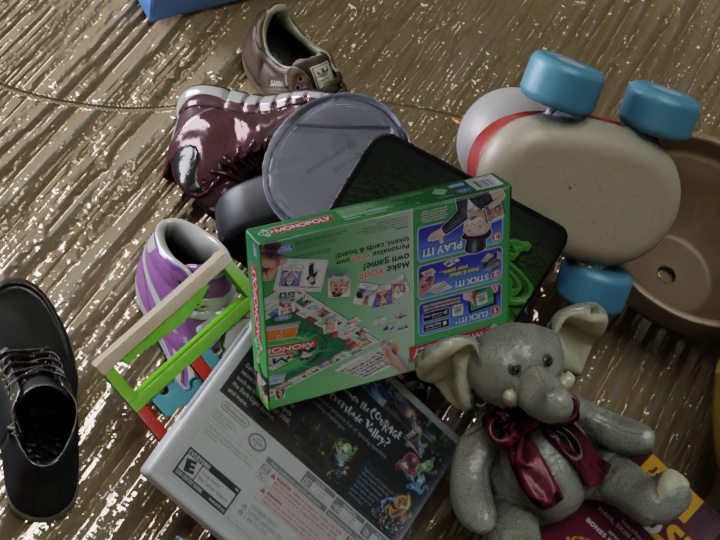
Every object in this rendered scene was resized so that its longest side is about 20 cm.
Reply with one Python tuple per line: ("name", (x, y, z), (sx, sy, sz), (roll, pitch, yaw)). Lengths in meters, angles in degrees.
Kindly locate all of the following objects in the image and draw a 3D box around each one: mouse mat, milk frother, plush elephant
("mouse mat", (0.048, 0.001, 1.157), (0.199, 0.161, 0.008), (25, 12, -33))
("milk frother", (0.000, 0.000, 1.217), (0.180, 0.188, 0.200), (-32, 64, 5))
("plush elephant", (0.128, 0.107, 1.129), (0.164, 0.155, 0.200), (-22, 36, -12))

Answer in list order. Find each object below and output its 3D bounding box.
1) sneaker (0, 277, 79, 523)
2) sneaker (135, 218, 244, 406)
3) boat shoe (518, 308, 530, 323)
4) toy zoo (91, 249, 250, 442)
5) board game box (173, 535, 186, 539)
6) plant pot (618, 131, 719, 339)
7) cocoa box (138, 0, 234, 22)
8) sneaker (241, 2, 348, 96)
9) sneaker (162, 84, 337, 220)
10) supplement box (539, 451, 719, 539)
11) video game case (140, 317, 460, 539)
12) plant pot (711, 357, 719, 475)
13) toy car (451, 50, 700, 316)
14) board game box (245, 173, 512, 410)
("sneaker", (-0.241, 0.076, 1.154), (0.074, 0.106, 0.201), (-7, 62, -19))
("sneaker", (-0.112, 0.049, 1.203), (0.072, 0.114, 0.201), (-29, 72, -30))
("boat shoe", (0.104, 0.028, 1.306), (0.060, 0.074, 0.200), (35, 25, -42))
("toy zoo", (-0.090, 0.102, 1.171), (0.131, 0.020, 0.200), (-41, 106, -12))
("board game box", (-0.087, 0.274, 1.059), (0.199, 0.062, 0.201), (-11, 46, 20))
("plant pot", (0.287, -0.016, 1.364), (0.200, 0.093, 0.202), (6, 58, -10))
("cocoa box", (-0.125, -0.337, 1.423), (0.199, 0.131, 0.134), (-19, 65, -24))
("sneaker", (-0.042, -0.148, 1.364), (0.070, 0.076, 0.200), (-28, 70, -28))
("sneaker", (-0.081, -0.089, 1.300), (0.199, 0.076, 0.116), (6, 65, 30))
("supplement box", (0.175, 0.235, 1.184), (0.110, 0.086, 0.200), (43, 58, 13))
("video game case", (-0.038, 0.139, 1.155), (0.200, 0.023, 0.182), (43, 67, -18))
("plant pot", (0.386, 0.105, 1.210), (0.200, 0.195, 0.194), (53, 54, -22))
("toy car", (0.152, -0.093, 1.279), (0.176, 0.185, 0.200), (12, 18, -21))
("board game box", (0.017, 0.014, 1.121), (0.199, 0.135, 0.029), (-13, 30, -22))
